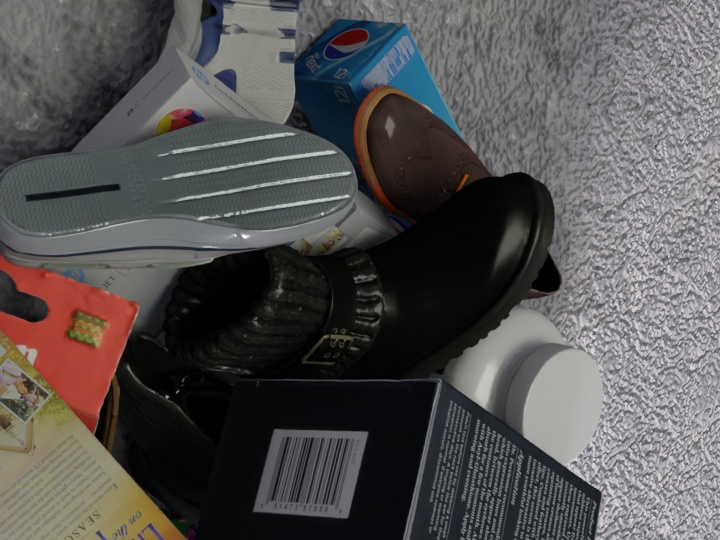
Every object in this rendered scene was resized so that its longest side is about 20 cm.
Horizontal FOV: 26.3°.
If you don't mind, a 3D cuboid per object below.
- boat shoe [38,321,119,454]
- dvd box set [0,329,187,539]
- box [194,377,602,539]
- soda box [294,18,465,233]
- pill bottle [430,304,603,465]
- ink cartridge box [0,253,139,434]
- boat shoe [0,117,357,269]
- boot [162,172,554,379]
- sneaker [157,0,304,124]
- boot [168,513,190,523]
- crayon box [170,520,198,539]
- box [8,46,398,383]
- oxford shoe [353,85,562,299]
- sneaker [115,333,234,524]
[{"bbox_3d":[-0.186,0.133,0.907,0.076,0.074,0.201,-1,105,-42],"label":"boat shoe"},{"bbox_3d":[-0.205,0.120,0.796,0.146,0.029,0.200,-42,90,-24],"label":"dvd box set"},{"bbox_3d":[0.029,0.147,0.907,0.200,0.148,0.107,38,58,-46],"label":"box"},{"bbox_3d":[0.030,-0.074,1.056,0.064,0.068,0.200,-48,128,-25],"label":"soda box"},{"bbox_3d":[0.061,0.070,1.030,0.112,0.200,0.113,-12,108,-40],"label":"pill bottle"},{"bbox_3d":[-0.224,0.087,0.831,0.162,0.050,0.200,21,89,-13],"label":"ink cartridge box"},{"bbox_3d":[-0.104,-0.038,0.846,0.199,0.067,0.074,-2,69,-15],"label":"boat shoe"},{"bbox_3d":[0.000,0.002,0.910,0.158,0.080,0.211,28,114,-40],"label":"boot"},{"bbox_3d":[-0.079,-0.165,0.919,0.080,0.115,0.200,5,129,-25],"label":"sneaker"},{"bbox_3d":[-0.073,0.208,1.011,0.200,0.107,0.075,-5,110,-38],"label":"boot"},{"bbox_3d":[-0.161,0.235,0.913,0.119,0.058,0.200,19,116,-44],"label":"crayon box"},{"bbox_3d":[-0.093,-0.020,0.931,0.156,0.041,0.200,-44,134,12],"label":"box"},{"bbox_3d":[0.069,-0.049,0.999,0.200,0.072,0.071,44,70,-41],"label":"oxford shoe"},{"bbox_3d":[-0.073,0.123,0.955,0.200,0.104,0.060,33,47,-5],"label":"sneaker"}]
